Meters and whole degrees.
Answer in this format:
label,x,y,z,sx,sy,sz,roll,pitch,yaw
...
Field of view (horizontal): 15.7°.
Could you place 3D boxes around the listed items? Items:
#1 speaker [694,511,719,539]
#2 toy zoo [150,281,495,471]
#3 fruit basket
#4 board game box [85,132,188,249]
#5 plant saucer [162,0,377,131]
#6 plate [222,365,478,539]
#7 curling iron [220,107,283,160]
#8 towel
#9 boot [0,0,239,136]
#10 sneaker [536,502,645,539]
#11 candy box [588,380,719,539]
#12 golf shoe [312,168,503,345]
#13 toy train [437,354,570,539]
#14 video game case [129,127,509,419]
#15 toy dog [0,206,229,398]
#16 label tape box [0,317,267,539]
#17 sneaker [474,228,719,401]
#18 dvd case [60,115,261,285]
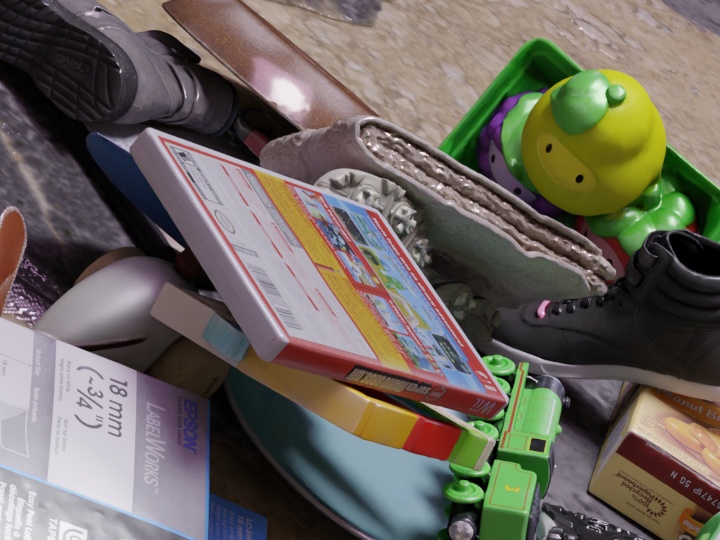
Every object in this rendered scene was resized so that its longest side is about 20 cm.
label,x,y,z,sx,sy,sz,roll,pitch,yaw
speaker,0.208,0.195,1.456,0.088,0.089,0.200,38,24,7
toy zoo,-0.022,0.053,1.323,0.131,0.021,0.200,29,3,26
fruit basket,0.152,-0.061,1.775,0.215,0.156,0.216,38,10,-8
board game box,-0.060,-0.026,1.413,0.200,0.039,0.158,30,-13,33
plant saucer,-0.041,-0.121,1.697,0.200,0.037,0.200,39,5,-4
plate,0.005,0.103,1.448,0.200,0.026,0.200,27,25,-14
curling iron,-0.007,-0.037,1.643,0.200,0.026,0.050,40,22,7
towel,0.045,-0.030,1.555,0.200,0.035,0.132,29,-19,-24
boot,-0.176,-0.149,1.639,0.200,0.070,0.131,48,22,25
sneaker,0.119,0.177,1.415,0.074,0.080,0.200,19,7,8
candy box,0.220,0.112,1.669,0.115,0.055,0.200,33,25,0
golf shoe,0.000,0.000,1.531,0.097,0.078,0.200,25,-17,37
toy train,0.082,0.101,1.452,0.056,0.042,0.200,8,24,7
video game case,-0.018,0.004,1.298,0.200,0.017,0.143,18,32,-53
toy dog,-0.135,0.020,1.332,0.132,0.096,0.200,37,24,6
label tape box,-0.113,0.115,1.197,0.199,0.063,0.145,23,38,-22
sneaker,0.160,0.016,1.635,0.199,0.100,0.071,8,24,18
dvd case,-0.076,-0.037,1.610,0.200,0.018,0.143,7,35,-47
